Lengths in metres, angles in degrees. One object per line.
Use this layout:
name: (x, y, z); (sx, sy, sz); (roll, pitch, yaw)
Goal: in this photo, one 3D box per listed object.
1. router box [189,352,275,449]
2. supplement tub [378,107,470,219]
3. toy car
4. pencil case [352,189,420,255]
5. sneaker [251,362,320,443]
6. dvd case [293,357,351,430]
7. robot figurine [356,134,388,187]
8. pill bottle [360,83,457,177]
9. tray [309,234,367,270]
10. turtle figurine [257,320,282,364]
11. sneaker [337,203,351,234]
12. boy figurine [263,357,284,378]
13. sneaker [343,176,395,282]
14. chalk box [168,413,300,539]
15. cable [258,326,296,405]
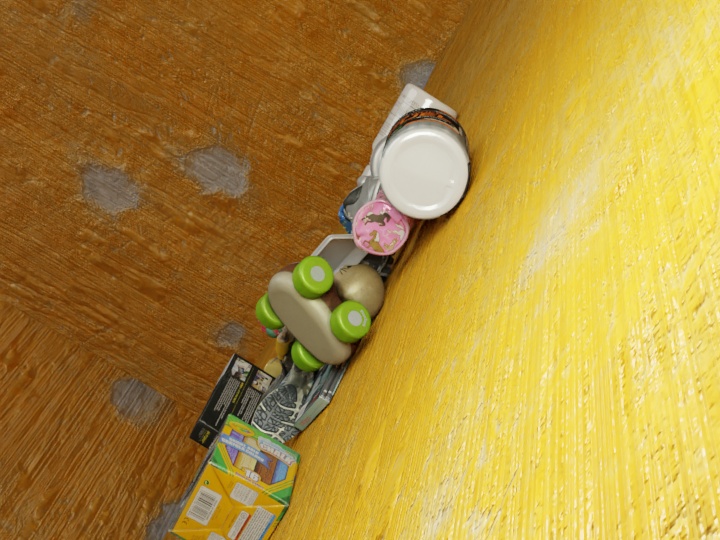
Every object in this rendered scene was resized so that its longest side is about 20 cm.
router box: (-0.195, 0.251, 1.861); (0.051, 0.148, 0.201); (-55, 7, 32)
supplement tub: (0.089, -0.151, 1.453); (0.124, 0.121, 0.200); (-58, 6, 17)
toy car: (-0.026, 0.024, 1.560); (0.200, 0.158, 0.164); (-43, 3, -36)
pencil case: (0.049, -0.083, 1.548); (0.200, 0.081, 0.088); (-49, -29, -67)
sneaker: (-0.109, 0.213, 1.727); (0.201, 0.077, 0.087); (-53, -5, -28)
dvd case: (-0.037, 0.138, 1.649); (0.202, 0.022, 0.146); (-62, 5, -32)
robot figurine: (0.072, -0.175, 1.799); (0.167, 0.115, 0.200); (-19, 8, 2)
pill bottle: (0.086, -0.234, 1.997); (0.202, 0.113, 0.114); (-59, 5, 9)
tray: (-0.061, 0.002, 1.625); (0.106, 0.022, 0.200); (-5, -32, -44)
turtle figurine: (-0.104, 0.070, 1.897); (0.201, 0.101, 0.149); (-52, 13, -19)
sneaker: (0.000, -0.091, 2.091); (0.076, 0.104, 0.200); (-62, 6, -30)
boy figurine: (-0.163, 0.228, 2.068); (0.126, 0.064, 0.201); (-62, -4, -23)
sneaker: (0.005, -0.057, 1.719); (0.115, 0.074, 0.203); (15, 86, 57)
chalk box: (-0.166, 0.296, 1.484); (0.126, 0.123, 0.200); (-59, 4, 16)
cable: (-0.124, 0.154, 1.809); (0.097, 0.050, 0.202); (-29, -27, -48)
